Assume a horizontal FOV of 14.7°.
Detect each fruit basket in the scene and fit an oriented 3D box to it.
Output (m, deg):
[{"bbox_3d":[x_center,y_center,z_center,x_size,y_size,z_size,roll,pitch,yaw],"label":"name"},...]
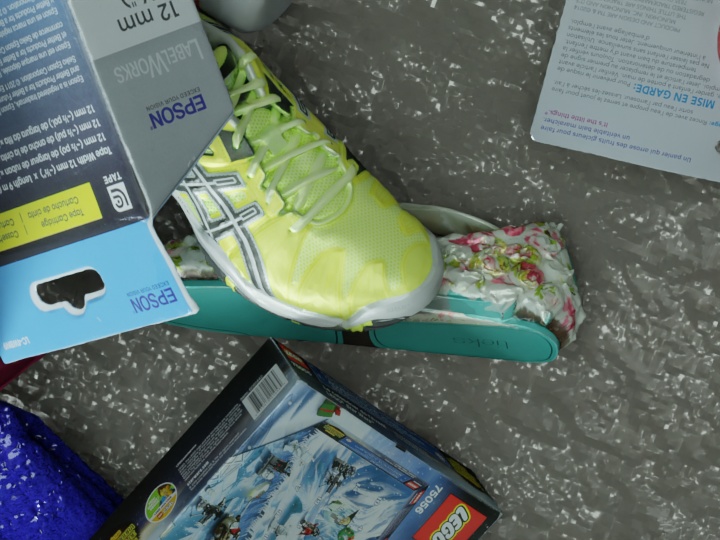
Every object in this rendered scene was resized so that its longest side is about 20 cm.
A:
[{"bbox_3d":[0.181,-0.130,1.145,0.185,0.094,0.200,11,114,-8],"label":"fruit basket"}]

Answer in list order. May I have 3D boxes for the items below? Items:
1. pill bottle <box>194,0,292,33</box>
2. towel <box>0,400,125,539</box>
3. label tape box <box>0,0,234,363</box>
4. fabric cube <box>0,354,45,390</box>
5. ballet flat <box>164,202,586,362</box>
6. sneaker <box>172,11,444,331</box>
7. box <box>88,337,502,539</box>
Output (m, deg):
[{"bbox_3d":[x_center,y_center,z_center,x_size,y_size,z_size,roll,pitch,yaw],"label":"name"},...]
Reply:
[{"bbox_3d":[-0.100,-0.197,1.185,0.200,0.112,0.112,33,99,4],"label":"pill bottle"},{"bbox_3d":[-0.184,0.164,1.231,0.200,0.050,0.148,-40,120,7],"label":"towel"},{"bbox_3d":[-0.124,-0.073,1.132,0.143,0.066,0.200,-15,99,51],"label":"label tape box"},{"bbox_3d":[-0.286,0.026,1.188,0.196,0.199,0.200,-39,89,10],"label":"fabric cube"},{"bbox_3d":[0.000,0.000,1.220,0.200,0.076,0.064,7,65,3],"label":"ballet flat"},{"bbox_3d":[-0.050,-0.048,1.162,0.200,0.076,0.075,37,68,14],"label":"sneaker"},{"bbox_3d":[-0.053,0.139,1.206,0.200,0.040,0.137,-48,127,8],"label":"box"}]
